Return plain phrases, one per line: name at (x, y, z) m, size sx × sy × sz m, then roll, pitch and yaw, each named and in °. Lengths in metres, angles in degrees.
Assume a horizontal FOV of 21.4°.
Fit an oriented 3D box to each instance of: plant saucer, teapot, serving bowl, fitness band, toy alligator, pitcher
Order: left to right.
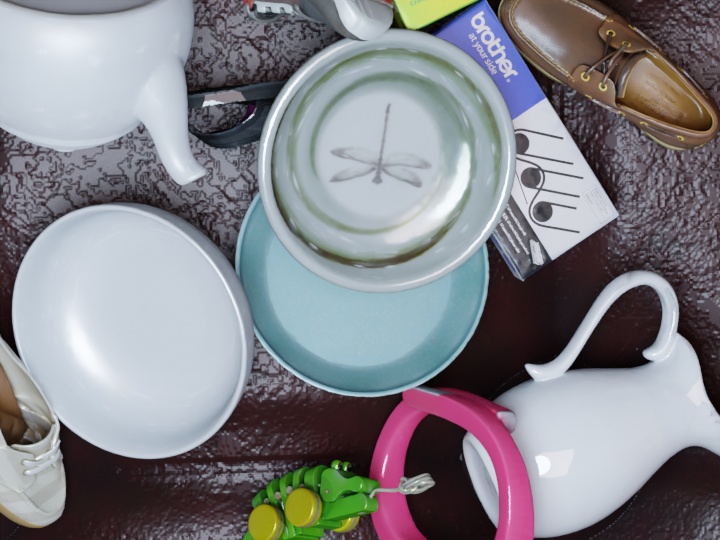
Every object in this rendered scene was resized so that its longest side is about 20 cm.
teapot at (-0.220, -0.157, 1.403) m, size 0.196 × 0.201 × 0.147 m, roll -1°, pitch 125°, yaw -15°
serving bowl at (-0.165, 0.040, 1.463) m, size 0.198 × 0.066 × 0.202 m, roll 7°, pitch 109°, yaw 20°
toy alligator at (-0.026, 0.173, 1.488) m, size 0.199 × 0.059 × 0.055 m, roll -27°, pitch 63°, yaw 31°
plant saucer at (0.000, 0.000, 1.486) m, size 0.198 × 0.036 × 0.202 m, roll 1°, pitch 81°, yaw -8°
plant saucer at (0.017, -0.085, 1.440) m, size 0.198 × 0.050 × 0.202 m, roll -4°, pitch 107°, yaw -12°
fitness band at (0.068, 0.165, 1.451) m, size 0.037 × 0.200 × 0.145 m, roll 0°, pitch 99°, yaw -31°
pitcher at (0.177, 0.106, 1.490) m, size 0.199 × 0.121 × 0.173 m, roll -22°, pitch 99°, yaw -10°

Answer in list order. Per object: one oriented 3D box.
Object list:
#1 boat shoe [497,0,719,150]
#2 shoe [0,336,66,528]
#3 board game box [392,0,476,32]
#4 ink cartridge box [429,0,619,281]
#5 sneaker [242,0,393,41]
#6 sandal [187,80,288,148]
boat shoe at (0.199, -0.162, 1.487) m, size 0.199 × 0.068 × 0.072 m, roll 33°, pitch 93°, yaw -7°
shoe at (-0.270, 0.116, 1.456) m, size 0.053 × 0.070 × 0.201 m, roll 0°, pitch 124°, yaw 38°
board game box at (0.112, -0.244, 1.455) m, size 0.199 × 0.102 × 0.048 m, roll -26°, pitch 96°, yaw -1°
ink cartridge box at (0.109, -0.102, 1.498) m, size 0.094 × 0.044 × 0.201 m, roll -34°, pitch 97°, yaw -2°
sneaker at (-0.045, -0.209, 1.423) m, size 0.077 × 0.200 × 0.082 m, roll 22°, pitch 110°, yaw -40°
sandal at (-0.071, -0.120, 1.467) m, size 0.199 × 0.075 × 0.048 m, roll -4°, pitch 93°, yaw -5°
